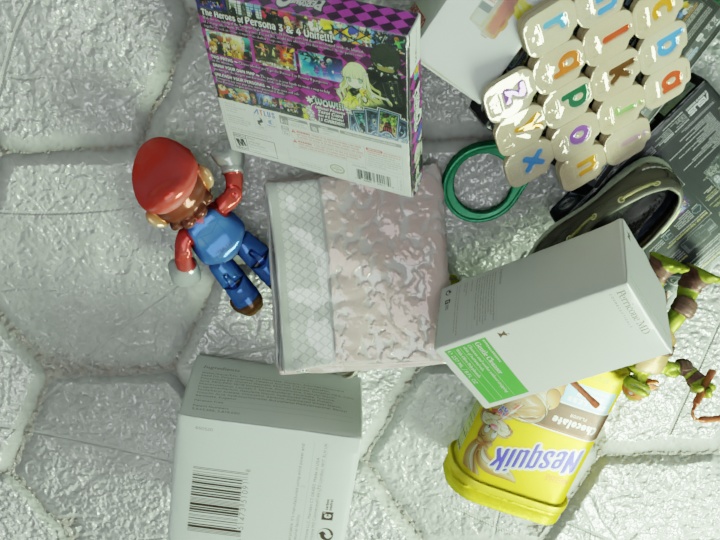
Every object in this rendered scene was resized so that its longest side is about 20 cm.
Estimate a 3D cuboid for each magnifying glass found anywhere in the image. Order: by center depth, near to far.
[{"bbox_3d":[0.172,-0.121,0.905,0.198,0.022,0.080,-32,109,14],"label":"magnifying glass"}]

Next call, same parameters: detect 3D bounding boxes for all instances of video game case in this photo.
[{"bbox_3d":[-0.040,-0.161,0.785,0.196,0.036,0.183,16,144,18],"label":"video game case"}]

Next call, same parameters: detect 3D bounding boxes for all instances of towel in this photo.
[{"bbox_3d":[0.000,0.000,0.898,0.186,0.032,0.205,-5,92,-8],"label":"towel"}]

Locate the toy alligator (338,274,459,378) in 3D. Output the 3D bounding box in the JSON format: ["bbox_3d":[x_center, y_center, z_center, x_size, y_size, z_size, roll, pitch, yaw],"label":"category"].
[{"bbox_3d":[0.066,0.066,0.965,0.198,0.060,0.054,-33,150,13],"label":"toy alligator"}]

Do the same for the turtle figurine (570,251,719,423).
[{"bbox_3d":[0.310,0.072,0.908,0.196,0.065,0.164,18,102,-10],"label":"turtle figurine"}]

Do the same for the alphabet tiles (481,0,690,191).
[{"bbox_3d":[0.200,-0.162,0.779,0.193,0.015,0.201,-30,134,0],"label":"alphabet tiles"}]

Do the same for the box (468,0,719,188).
[{"bbox_3d":[0.219,-0.192,0.814,0.158,0.045,0.202,20,118,-30],"label":"box"}]

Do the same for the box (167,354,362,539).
[{"bbox_3d":[-0.105,0.222,0.985,0.195,0.131,0.203,8,113,-4],"label":"box"}]

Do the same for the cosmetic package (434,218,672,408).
[{"bbox_3d":[0.180,0.045,0.841,0.197,0.086,0.108,-23,126,32],"label":"cosmetic package"}]

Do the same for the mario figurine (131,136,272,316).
[{"bbox_3d":[-0.156,-0.056,0.912,0.105,0.124,0.201,-6,131,47],"label":"mario figurine"}]

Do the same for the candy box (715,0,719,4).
[{"bbox_3d":[0.442,-0.254,0.818,0.199,0.077,0.169,41,107,-14],"label":"candy box"}]

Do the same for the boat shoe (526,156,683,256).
[{"bbox_3d":[0.232,-0.025,0.873,0.072,0.061,0.202,38,111,-16],"label":"boat shoe"}]

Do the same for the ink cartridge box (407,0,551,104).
[{"bbox_3d":[0.123,-0.265,0.776,0.083,0.146,0.201,31,110,-15],"label":"ink cartridge box"}]

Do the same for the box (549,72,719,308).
[{"bbox_3d":[0.320,-0.072,0.911,0.160,0.044,0.200,39,107,-15],"label":"box"}]

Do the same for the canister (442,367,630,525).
[{"bbox_3d":[0.195,0.166,0.988,0.146,0.087,0.203,19,110,-9],"label":"canister"}]
